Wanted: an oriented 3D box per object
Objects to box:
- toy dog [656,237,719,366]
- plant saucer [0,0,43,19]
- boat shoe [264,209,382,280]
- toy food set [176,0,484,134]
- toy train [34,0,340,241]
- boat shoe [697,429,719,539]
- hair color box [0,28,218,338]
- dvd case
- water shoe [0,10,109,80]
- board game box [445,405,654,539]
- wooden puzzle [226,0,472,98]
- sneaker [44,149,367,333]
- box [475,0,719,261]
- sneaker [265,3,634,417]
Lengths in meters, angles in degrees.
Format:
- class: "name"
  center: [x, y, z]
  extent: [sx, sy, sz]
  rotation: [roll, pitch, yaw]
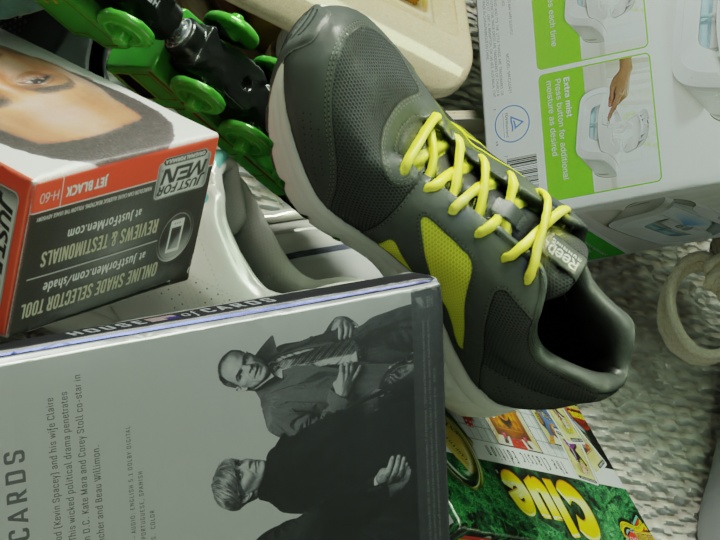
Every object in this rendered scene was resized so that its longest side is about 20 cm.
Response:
- class: "toy dog"
  center: [0.184, -0.048, 1.268]
  extent: [0.096, 0.132, 0.200]
  rotation: [24, 33, -61]
- class: "plant saucer"
  center: [-0.158, -0.189, 0.940]
  extent: [0.200, 0.039, 0.202]
  rotation: [14, 62, -28]
- class: "boat shoe"
  center: [0.000, 0.000, 1.081]
  extent: [0.200, 0.072, 0.066]
  rotation: [-11, 50, -43]
- class: "toy food set"
  center: [-0.026, -0.145, 1.203]
  extent: [0.143, 0.060, 0.201]
  rotation: [-6, 61, -46]
- class: "toy train"
  center: [-0.059, -0.072, 0.955]
  extent: [0.200, 0.056, 0.042]
  rotation: [42, 67, -38]
- class: "boat shoe"
  center: [0.206, 0.087, 1.214]
  extent: [0.066, 0.072, 0.200]
  rotation: [32, 31, -11]
- class: "hair color box"
  center: [-0.160, -0.051, 0.907]
  extent: [0.200, 0.061, 0.101]
  rotation: [27, 26, 27]
- class: "dvd case"
  center: [-0.056, 0.088, 0.880]
  extent: [0.199, 0.025, 0.151]
  rotation: [-9, 103, -32]
- class: "water shoe"
  center: [-0.125, -0.133, 1.017]
  extent: [0.072, 0.079, 0.201]
  rotation: [-65, 146, -76]
- class: "board game box"
  center: [0.056, 0.075, 1.059]
  extent: [0.200, 0.023, 0.105]
  rotation: [17, 42, -60]
- class: "wooden puzzle"
  center: [-0.029, -0.180, 1.168]
  extent: [0.184, 0.037, 0.200]
  rotation: [25, 36, -19]
- class: "sneaker"
  center: [-0.082, -0.013, 0.963]
  extent: [0.200, 0.089, 0.075]
  rotation: [30, 18, 16]
- class: "box"
  center: [0.149, -0.121, 1.192]
  extent: [0.097, 0.176, 0.201]
  rotation: [26, 57, -61]
- class: "sneaker"
  center: [0.040, -0.023, 0.954]
  extent: [0.200, 0.084, 0.075]
  rotation: [54, 52, -35]
